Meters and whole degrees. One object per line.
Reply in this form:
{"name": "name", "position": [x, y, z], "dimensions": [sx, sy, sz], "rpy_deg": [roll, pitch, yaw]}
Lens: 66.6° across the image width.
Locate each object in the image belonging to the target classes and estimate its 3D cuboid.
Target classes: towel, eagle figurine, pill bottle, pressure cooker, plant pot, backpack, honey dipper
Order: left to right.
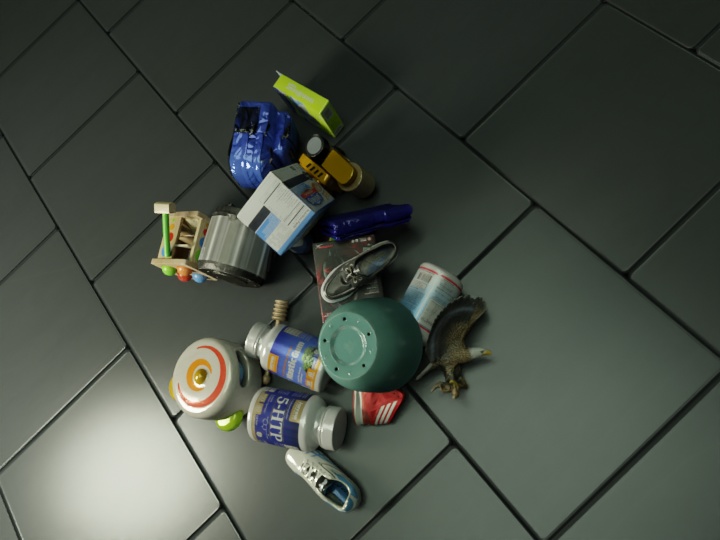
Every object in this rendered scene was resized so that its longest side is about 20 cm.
{"name": "pressure cooker", "position": [-0.296, -0.073, 1.356], "dimensions": [0.174, 0.178, 0.203], "rpy_deg": [7, 76, 25]}
{"name": "backpack", "position": [-0.256, -0.318, 1.436], "dimensions": [0.165, 0.163, 0.203], "rpy_deg": [6, 73, 16]}
{"name": "honey dipper", "position": [-0.208, 0.173, 1.328], "dimensions": [0.037, 0.038, 0.203], "rpy_deg": [5, 78, 19]}
{"name": "pill bottle", "position": [-0.158, 0.190, 1.248], "dimensions": [0.197, 0.112, 0.113], "rpy_deg": [19, 78, 13]}
{"name": "pill bottle", "position": [-0.136, 0.330, 1.205], "dimensions": [0.197, 0.120, 0.121], "rpy_deg": [5, 74, 19]}
{"name": "towel", "position": [0.008, -0.113, 1.269], "dimensions": [0.197, 0.147, 0.050], "rpy_deg": [-15, 101, -18]}
{"name": "plant pot", "position": [0.008, 0.149, 1.097], "dimensions": [0.198, 0.161, 0.204], "rpy_deg": [-3, 82, 23]}
{"name": "pill bottle", "position": [0.135, 0.093, 1.202], "dimensions": [0.108, 0.109, 0.202], "rpy_deg": [28, 83, 24]}
{"name": "eagle figurine", "position": [0.200, 0.152, 1.147], "dimensions": [0.149, 0.151, 0.203], "rpy_deg": [-1, 87, -20]}

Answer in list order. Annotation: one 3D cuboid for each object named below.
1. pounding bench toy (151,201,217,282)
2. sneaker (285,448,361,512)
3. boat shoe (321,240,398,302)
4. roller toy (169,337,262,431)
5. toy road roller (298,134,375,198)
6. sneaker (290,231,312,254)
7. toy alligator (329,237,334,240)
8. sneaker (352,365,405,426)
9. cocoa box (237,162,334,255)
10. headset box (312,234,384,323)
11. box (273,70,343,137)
{"name": "pounding bench toy", "position": [-0.455, -0.066, 1.385], "dimensions": [0.123, 0.200, 0.158], "rpy_deg": [2, 72, 28]}
{"name": "sneaker", "position": [-0.085, 0.442, 1.177], "dimensions": [0.198, 0.072, 0.072], "rpy_deg": [28, 84, 25]}
{"name": "boat shoe", "position": [0.000, 0.000, 1.186], "dimensions": [0.198, 0.066, 0.070], "rpy_deg": [-31, 87, -6]}
{"name": "roller toy", "position": [-0.337, 0.252, 1.275], "dimensions": [0.198, 0.140, 0.184], "rpy_deg": [26, 85, 29]}
{"name": "toy road roller", "position": [-0.075, -0.228, 1.375], "dimensions": [0.200, 0.123, 0.147], "rpy_deg": [42, 103, 25]}
{"name": "sneaker", "position": [-0.193, -0.129, 1.393], "dimensions": [0.075, 0.088, 0.201], "rpy_deg": [-35, 67, 2]}
{"name": "toy alligator", "position": [-0.036, -0.033, 1.334], "dimensions": [0.054, 0.059, 0.203], "rpy_deg": [-1, 75, -28]}
{"name": "sneaker", "position": [0.043, 0.239, 1.213], "dimensions": [0.114, 0.078, 0.203], "rpy_deg": [-1, 84, 8]}
{"name": "cocoa box", "position": [-0.162, -0.143, 1.246], "dimensions": [0.131, 0.200, 0.134], "rpy_deg": [41, 108, -3]}
{"name": "headset box", "position": [-0.025, 0.031, 1.253], "dimensions": [0.146, 0.075, 0.203], "rpy_deg": [-7, 85, -3]}
{"name": "box", "position": [-0.145, -0.445, 1.463], "dimensions": [0.199, 0.122, 0.048], "rpy_deg": [36, 87, 25]}
